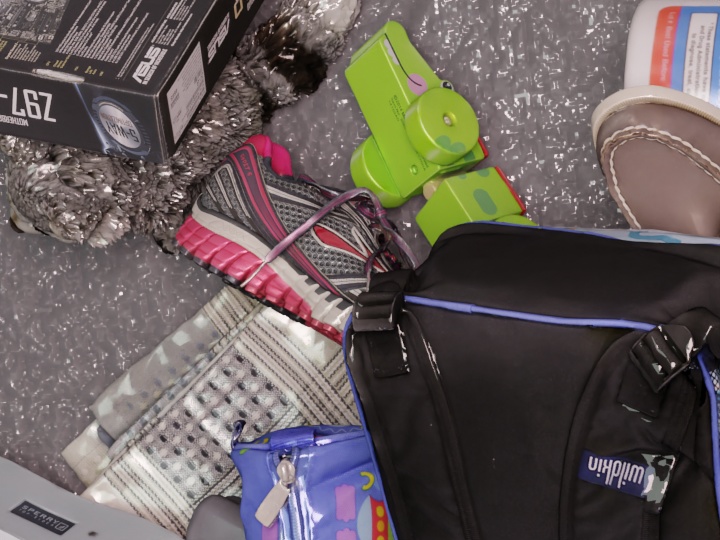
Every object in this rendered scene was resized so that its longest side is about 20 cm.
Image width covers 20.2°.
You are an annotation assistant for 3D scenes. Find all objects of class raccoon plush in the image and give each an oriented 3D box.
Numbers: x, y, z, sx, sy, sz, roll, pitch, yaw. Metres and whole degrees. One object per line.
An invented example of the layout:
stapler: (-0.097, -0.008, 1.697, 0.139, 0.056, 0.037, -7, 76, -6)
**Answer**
raccoon plush: (-0.101, -0.090, 1.019, 0.097, 0.134, 0.201, 38, 99, 14)

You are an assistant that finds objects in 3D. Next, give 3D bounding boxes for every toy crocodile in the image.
toy crocodile: (0.052, -0.033, 1.016, 0.067, 0.061, 0.201, -43, 70, 47)

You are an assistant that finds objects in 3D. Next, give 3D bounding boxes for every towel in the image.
towel: (-0.044, 0.111, 1.050, 0.192, 0.035, 0.200, -43, 78, 15)

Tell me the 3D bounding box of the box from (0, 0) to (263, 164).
box: (-0.134, -0.145, 1.009, 0.159, 0.201, 0.044, 10, 136, 15)

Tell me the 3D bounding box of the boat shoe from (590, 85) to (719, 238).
boat shoe: (0.172, 0.000, 0.904, 0.072, 0.060, 0.200, -25, 122, 34)

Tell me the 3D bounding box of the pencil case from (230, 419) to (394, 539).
pencil case: (-0.014, 0.165, 0.927, 0.077, 0.087, 0.202, -9, 79, 22)

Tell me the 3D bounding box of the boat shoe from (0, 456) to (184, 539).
boat shoe: (-0.149, 0.171, 1.049, 0.199, 0.071, 0.092, 24, 126, 31)

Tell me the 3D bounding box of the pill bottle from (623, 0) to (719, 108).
pill bottle: (0.227, -0.073, 0.938, 0.198, 0.112, 0.113, 2, 90, 17)

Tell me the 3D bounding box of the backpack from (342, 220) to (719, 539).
backpack: (0.106, 0.083, 0.854, 0.182, 0.147, 0.202, 5, 115, 36)

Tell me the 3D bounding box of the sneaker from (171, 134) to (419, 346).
sneaker: (0.000, 0.000, 0.981, 0.199, 0.081, 0.075, 29, 86, 22)

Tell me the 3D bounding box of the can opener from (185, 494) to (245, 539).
can opener: (0.013, 0.147, 0.995, 0.199, 0.053, 0.067, 23, 90, 17)
